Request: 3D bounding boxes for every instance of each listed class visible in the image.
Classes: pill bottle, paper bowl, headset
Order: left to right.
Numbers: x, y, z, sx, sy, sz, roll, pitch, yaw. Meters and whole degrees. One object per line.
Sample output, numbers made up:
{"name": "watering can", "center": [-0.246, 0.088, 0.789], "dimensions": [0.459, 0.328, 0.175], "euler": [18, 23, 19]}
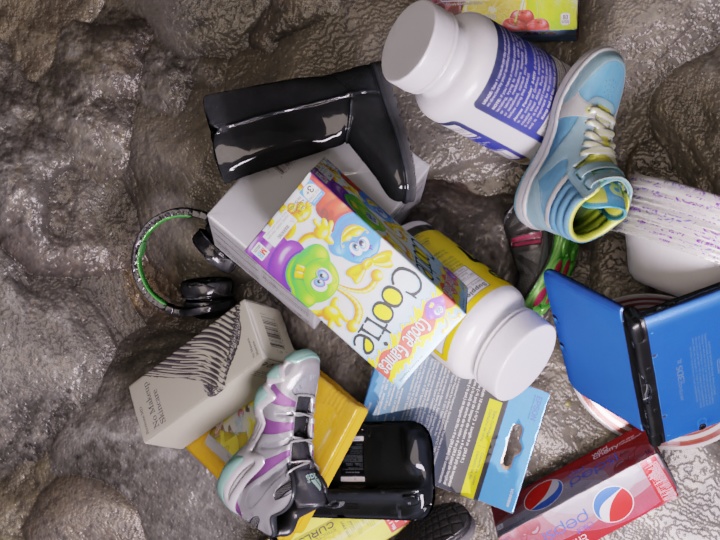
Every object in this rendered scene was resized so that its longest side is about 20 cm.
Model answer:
{"name": "headset", "center": [-0.170, 0.001, 1.331], "dimensions": [0.197, 0.094, 0.126], "euler": [16, 94, -6]}
{"name": "pill bottle", "center": [0.106, 0.044, 1.234], "dimensions": [0.199, 0.114, 0.115], "euler": [39, 99, 31]}
{"name": "pill bottle", "center": [0.125, -0.201, 1.206], "dimensions": [0.198, 0.119, 0.121], "euler": [22, 97, -32]}
{"name": "paper bowl", "center": [0.354, -0.019, 1.170], "dimensions": [0.198, 0.201, 0.106], "euler": [20, 96, 10]}

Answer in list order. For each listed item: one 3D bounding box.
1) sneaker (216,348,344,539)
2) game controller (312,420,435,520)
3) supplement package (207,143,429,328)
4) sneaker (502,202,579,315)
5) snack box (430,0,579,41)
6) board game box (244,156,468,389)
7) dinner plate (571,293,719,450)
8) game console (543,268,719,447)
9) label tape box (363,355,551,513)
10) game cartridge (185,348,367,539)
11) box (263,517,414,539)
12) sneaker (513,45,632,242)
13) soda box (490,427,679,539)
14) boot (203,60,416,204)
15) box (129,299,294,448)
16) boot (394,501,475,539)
{"name": "sneaker", "center": [-0.062, 0.198, 1.217], "dimensions": [0.139, 0.077, 0.202], "euler": [35, 108, 35]}
{"name": "game controller", "center": [-0.003, 0.221, 1.266], "dimensions": [0.198, 0.042, 0.106], "euler": [-7, 73, 36]}
{"name": "supplement package", "center": [-0.047, -0.070, 1.265], "dimensions": [0.155, 0.111, 0.201], "euler": [38, 75, 8]}
{"name": "sneaker", "center": [0.198, -0.036, 1.277], "dimensions": [0.083, 0.076, 0.203], "euler": [19, 95, 32]}
{"name": "snack box", "center": [0.161, -0.360, 1.271], "dimensions": [0.166, 0.068, 0.204], "euler": [1, 89, 12]}
{"name": "board game box", "center": [0.000, 0.000, 1.124], "dimensions": [0.199, 0.103, 0.105], "euler": [41, 104, -4]}
{"name": "dinner plate", "center": [0.322, 0.107, 1.232], "dimensions": [0.197, 0.024, 0.203], "euler": [13, 124, 20]}
{"name": "game console", "center": [0.296, 0.071, 1.164], "dimensions": [0.168, 0.201, 0.119], "euler": [-20, 44, 3]}
{"name": "label tape box", "center": [0.102, 0.167, 1.293], "dimensions": [0.197, 0.063, 0.147], "euler": [19, 97, 11]}
{"name": "game cartridge", "center": [-0.101, 0.181, 1.307], "dimensions": [0.199, 0.032, 0.178], "euler": [34, 99, 40]}
{"name": "box", "center": [-0.033, 0.307, 1.331], "dimensions": [0.198, 0.050, 0.076], "euler": [-32, 84, 10]}
{"name": "sneaker", "center": [0.241, -0.119, 1.150], "dimensions": [0.079, 0.130, 0.203], "euler": [14, 103, -29]}
{"name": "soda box", "center": [0.245, 0.253, 1.257], "dimensions": [0.198, 0.070, 0.064], "euler": [-30, 107, 11]}
{"name": "boot", "center": [-0.053, -0.126, 1.188], "dimensions": [0.197, 0.066, 0.167], "euler": [-12, 67, -9]}
{"name": "box", "center": [-0.170, 0.122, 1.314], "dimensions": [0.199, 0.068, 0.083], "euler": [-37, 60, 23]}
{"name": "boot", "center": [0.085, 0.353, 1.284], "dimensions": [0.131, 0.070, 0.200], "euler": [40, 116, -17]}
